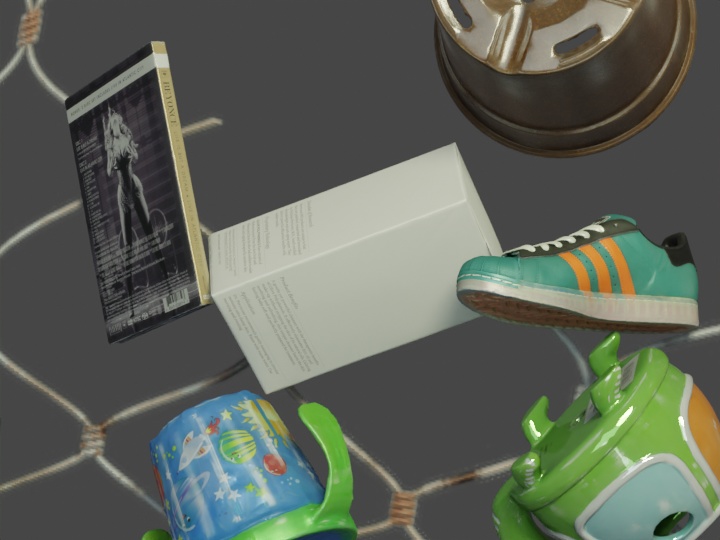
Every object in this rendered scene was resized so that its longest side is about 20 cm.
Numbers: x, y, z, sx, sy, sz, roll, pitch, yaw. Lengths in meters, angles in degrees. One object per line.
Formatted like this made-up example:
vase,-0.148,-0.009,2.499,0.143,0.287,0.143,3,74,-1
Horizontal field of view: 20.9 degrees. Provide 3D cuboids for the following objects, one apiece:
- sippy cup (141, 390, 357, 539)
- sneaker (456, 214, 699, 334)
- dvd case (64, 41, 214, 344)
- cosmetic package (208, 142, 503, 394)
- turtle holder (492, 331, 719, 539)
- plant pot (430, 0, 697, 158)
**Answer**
sippy cup,-0.089,0.165,1.435,0.178,0.140,0.130,-26,69,-2
sneaker,0.155,-0.002,1.393,0.200,0.071,0.080,7,76,-29
dvd case,-0.170,-0.056,1.477,0.149,0.016,0.200,-22,77,53
cosmetic package,0.000,0.000,1.428,0.200,0.085,0.108,-20,124,7
turtle holder,0.176,0.149,1.373,0.132,0.141,0.186,42,84,-5
plant pot,0.134,-0.193,1.385,0.200,0.198,0.201,-1,84,12
